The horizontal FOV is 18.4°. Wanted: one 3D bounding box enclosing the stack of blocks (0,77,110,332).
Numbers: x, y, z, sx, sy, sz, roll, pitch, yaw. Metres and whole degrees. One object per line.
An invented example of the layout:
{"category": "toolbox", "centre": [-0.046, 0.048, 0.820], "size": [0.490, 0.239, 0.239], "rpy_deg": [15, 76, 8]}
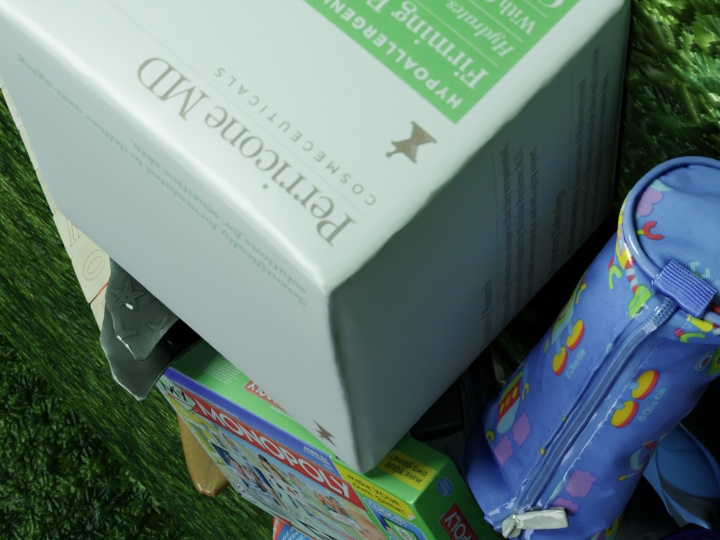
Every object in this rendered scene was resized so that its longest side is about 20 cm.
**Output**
{"category": "stack of blocks", "centre": [-0.107, -0.051, 1.169], "size": [0.115, 0.059, 0.201], "rpy_deg": [7, -132, -45]}

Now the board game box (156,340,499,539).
{"category": "board game box", "centre": [-0.013, 0.097, 1.040], "size": [0.199, 0.029, 0.135], "rpy_deg": [26, 157, 42]}

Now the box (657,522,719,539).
{"category": "box", "centre": [0.154, 0.232, 0.970], "size": [0.122, 0.106, 0.201], "rpy_deg": [18, 121, 50]}

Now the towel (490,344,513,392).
{"category": "towel", "centre": [0.014, 0.015, 1.320], "size": [0.200, 0.034, 0.132], "rpy_deg": [50, 166, -19]}

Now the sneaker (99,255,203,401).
{"category": "sneaker", "centre": [-0.051, -0.024, 1.048], "size": [0.104, 0.199, 0.060], "rpy_deg": [49, 147, 25]}

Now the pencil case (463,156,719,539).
{"category": "pencil case", "centre": [0.105, 0.043, 0.897], "size": [0.078, 0.087, 0.200], "rpy_deg": [34, 138, 5]}

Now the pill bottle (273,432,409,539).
{"category": "pill bottle", "centre": [0.009, 0.154, 1.162], "size": [0.112, 0.112, 0.201], "rpy_deg": [55, -160, -36]}

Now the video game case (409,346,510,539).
{"category": "video game case", "centre": [0.043, 0.035, 1.084], "size": [0.181, 0.025, 0.201], "rpy_deg": [65, -166, -54]}

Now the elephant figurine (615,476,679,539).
{"category": "elephant figurine", "centre": [0.123, 0.209, 1.167], "size": [0.155, 0.201, 0.141], "rpy_deg": [40, -167, 36]}

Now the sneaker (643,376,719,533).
{"category": "sneaker", "centre": [0.155, 0.078, 1.029], "size": [0.078, 0.066, 0.201], "rpy_deg": [22, 149, 48]}

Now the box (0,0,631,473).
{"category": "box", "centre": [-0.019, -0.065, 0.909], "size": [0.199, 0.171, 0.200], "rpy_deg": [40, 165, 19]}

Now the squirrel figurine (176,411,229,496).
{"category": "squirrel figurine", "centre": [-0.059, 0.052, 1.491], "size": [0.187, 0.141, 0.201], "rpy_deg": [37, -150, -85]}
